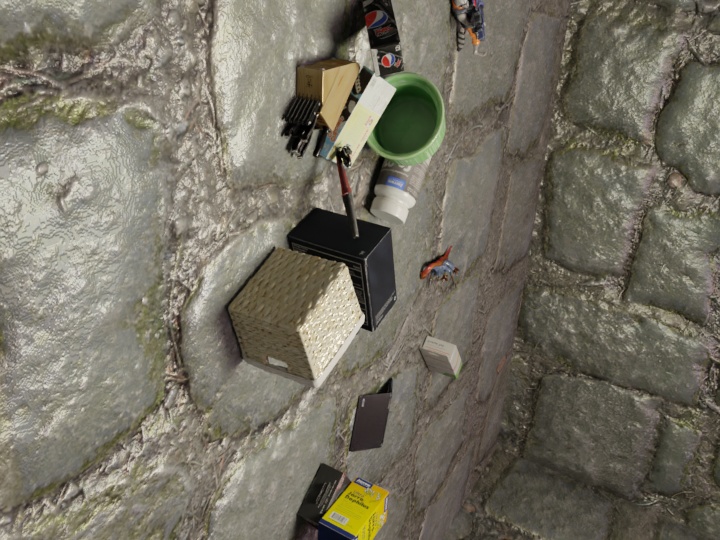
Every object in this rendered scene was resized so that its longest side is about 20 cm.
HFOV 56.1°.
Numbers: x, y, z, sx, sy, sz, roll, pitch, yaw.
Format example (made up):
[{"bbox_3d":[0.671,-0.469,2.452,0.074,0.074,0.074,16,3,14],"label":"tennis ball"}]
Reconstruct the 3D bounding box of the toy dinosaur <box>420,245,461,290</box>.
[{"bbox_3d":[0.249,-0.008,2.218,0.181,0.104,0.204,32,38,-51],"label":"toy dinosaur"}]

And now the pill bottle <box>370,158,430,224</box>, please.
[{"bbox_3d":[0.100,-0.227,1.705,0.114,0.112,0.204,38,70,-62],"label":"pill bottle"}]

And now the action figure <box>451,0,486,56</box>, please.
[{"bbox_3d":[0.298,-0.681,1.873,0.194,0.102,0.204,56,30,-52],"label":"action figure"}]

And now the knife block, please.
[{"bbox_3d":[-0.076,-0.321,1.354,0.199,0.063,0.179,-37,137,-52],"label":"knife block"}]

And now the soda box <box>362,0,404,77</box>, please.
[{"bbox_3d":[0.046,-0.491,1.397,0.072,0.062,0.203,74,7,-49],"label":"soda box"}]

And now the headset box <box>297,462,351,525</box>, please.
[{"bbox_3d":[-0.086,0.632,1.854,0.151,0.076,0.201,-62,153,-24],"label":"headset box"}]

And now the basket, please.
[{"bbox_3d":[-0.128,0.089,1.334,0.201,0.195,0.163,-54,143,-34],"label":"basket"}]

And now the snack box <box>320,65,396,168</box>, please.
[{"bbox_3d":[-0.009,-0.323,1.447,0.202,0.037,0.116,-58,156,12],"label":"snack box"}]

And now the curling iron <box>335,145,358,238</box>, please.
[{"bbox_3d":[-0.027,-0.165,1.391,0.050,0.025,0.205,143,-57,-64],"label":"curling iron"}]

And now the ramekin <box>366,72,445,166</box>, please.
[{"bbox_3d":[0.105,-0.342,1.566,0.098,0.196,0.205,26,82,-71],"label":"ramekin"}]

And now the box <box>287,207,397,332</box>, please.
[{"bbox_3d":[-0.033,-0.005,1.461,0.124,0.196,0.202,-49,145,-39],"label":"box"}]

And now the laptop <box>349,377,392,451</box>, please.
[{"bbox_3d":[0.035,0.437,2.065,0.200,0.101,0.182,-75,176,-78],"label":"laptop"}]

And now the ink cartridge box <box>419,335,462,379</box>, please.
[{"bbox_3d":[0.282,0.297,2.362,0.068,0.115,0.201,-63,153,-22],"label":"ink cartridge box"}]

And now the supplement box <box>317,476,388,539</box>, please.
[{"bbox_3d":[-0.018,0.668,1.800,0.199,0.108,0.111,-35,136,-53],"label":"supplement box"}]

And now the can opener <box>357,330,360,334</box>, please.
[{"bbox_3d":[-0.002,0.077,1.734,0.052,0.065,0.205,-23,129,-59],"label":"can opener"}]
